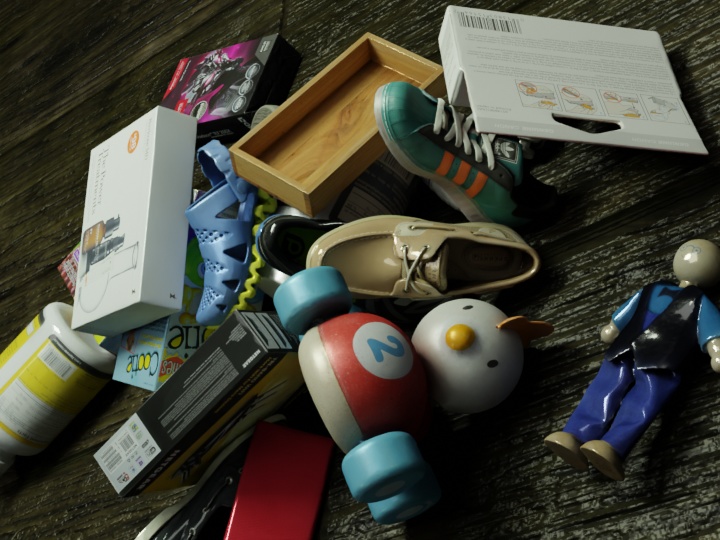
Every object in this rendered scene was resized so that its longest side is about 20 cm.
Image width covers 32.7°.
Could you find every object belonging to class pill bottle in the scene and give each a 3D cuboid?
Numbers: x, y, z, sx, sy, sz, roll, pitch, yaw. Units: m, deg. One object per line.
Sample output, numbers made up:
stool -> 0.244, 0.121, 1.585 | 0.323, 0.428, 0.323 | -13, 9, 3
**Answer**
pill bottle -> -0.022, -0.057, 1.215 | 0.120, 0.120, 0.200 | 11, 68, 49
pill bottle -> -0.380, 0.141, 1.419 | 0.200, 0.112, 0.112 | -46, 38, 7

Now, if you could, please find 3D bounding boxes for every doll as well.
doll -> 0.223, 0.062, 0.927 | 0.200, 0.048, 0.136 | -56, 28, -17

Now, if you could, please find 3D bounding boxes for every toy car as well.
toy car -> 0.061, 0.074, 0.995 | 0.200, 0.177, 0.185 | -25, 65, 1

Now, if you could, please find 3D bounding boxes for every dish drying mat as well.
dish drying mat -> -0.080, 0.233, 1.085 | 0.018, 0.077, 0.200 | 108, 176, -60

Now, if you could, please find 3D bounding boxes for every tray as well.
tray -> -0.018, -0.139, 1.147 | 0.099, 0.037, 0.200 | 30, 58, 28

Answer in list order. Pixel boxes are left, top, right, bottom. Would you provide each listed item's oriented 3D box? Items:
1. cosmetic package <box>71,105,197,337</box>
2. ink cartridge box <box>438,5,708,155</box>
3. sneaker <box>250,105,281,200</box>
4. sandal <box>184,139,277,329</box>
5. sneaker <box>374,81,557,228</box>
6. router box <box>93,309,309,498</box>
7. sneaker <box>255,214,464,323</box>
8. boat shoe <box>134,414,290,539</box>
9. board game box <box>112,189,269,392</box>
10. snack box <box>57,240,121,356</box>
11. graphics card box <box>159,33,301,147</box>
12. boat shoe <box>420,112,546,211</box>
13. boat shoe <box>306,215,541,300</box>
cosmetic package -> -0.226, -0.045, 1.225 | 0.151, 0.052, 0.200 | -19, 63, 48
ink cartridge box -> 0.175, -0.149, 1.043 | 0.045, 0.200, 0.176 | 105, 165, -45
sneaker -> -0.070, -0.074, 1.325 | 0.075, 0.106, 0.200 | 29, 112, 52
sandal -> -0.130, -0.043, 1.168 | 0.079, 0.087, 0.200 | -13, 62, 63
sneaker -> 0.096, -0.106, 1.067 | 0.080, 0.200, 0.071 | -17, 50, 38
router box -> -0.124, 0.121, 1.123 | 0.200, 0.157, 0.052 | -45, 70, 17
sneaker -> 0.000, 0.000, 1.108 | 0.083, 0.199, 0.071 | 176, 112, -86
boat shoe -> -0.126, 0.220, 1.135 | 0.199, 0.075, 0.066 | -42, 66, -19
board game box -> -0.167, 0.026, 1.249 | 0.105, 0.103, 0.200 | 5, 83, 55
snack box -> -0.262, -0.007, 1.458 | 0.169, 0.068, 0.200 | -48, 39, 4
graphics card box -> -0.176, -0.223, 1.561 | 0.200, 0.051, 0.126 | -3, 58, 43
boat shoe -> 0.148, -0.136, 1.162 | 0.200, 0.071, 0.070 | -43, 65, 4
boat shoe -> 0.054, -0.010, 1.050 | 0.065, 0.200, 0.071 | -140, 46, -73
